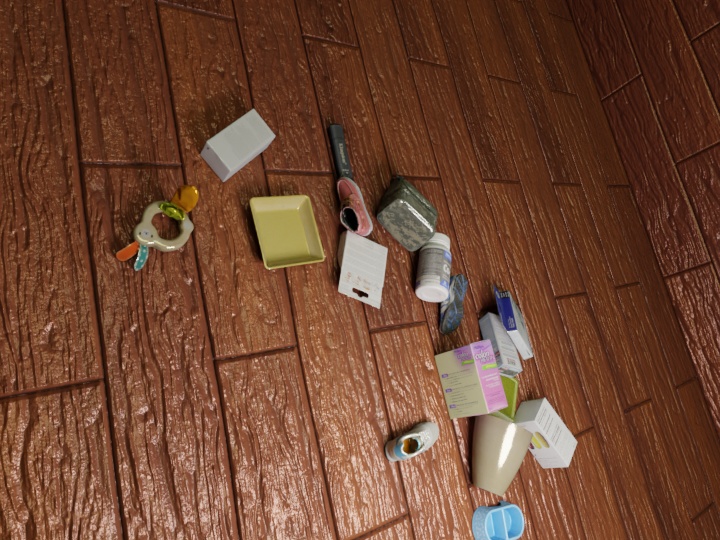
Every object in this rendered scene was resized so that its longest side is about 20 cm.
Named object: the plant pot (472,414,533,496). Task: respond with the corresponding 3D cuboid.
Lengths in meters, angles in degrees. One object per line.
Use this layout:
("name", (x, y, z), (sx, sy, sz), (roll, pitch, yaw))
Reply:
("plant pot", (0.417, 0.573, 1.614), (0.183, 0.186, 0.206), (28, 72, -22))

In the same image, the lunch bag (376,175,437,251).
("lunch bag", (0.159, -0.199, 1.739), (0.198, 0.139, 0.171), (38, 39, -17))

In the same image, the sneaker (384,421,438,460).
("sneaker", (0.165, 0.493, 1.511), (0.195, 0.080, 0.079), (-15, 79, -39))

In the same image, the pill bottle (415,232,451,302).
("pill bottle", (0.243, -0.012, 1.736), (0.111, 0.113, 0.207), (23, 61, -25))

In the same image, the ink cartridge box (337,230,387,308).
("ink cartridge box", (0.000, 0.000, 1.603), (0.157, 0.050, 0.207), (22, 64, -27))

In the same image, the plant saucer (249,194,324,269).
("plant saucer", (-0.213, -0.105, 1.487), (0.195, 0.048, 0.207), (-8, 77, -37))

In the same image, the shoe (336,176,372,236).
("shoe", (-0.032, -0.202, 1.608), (0.090, 0.070, 0.206), (1, 62, -64))

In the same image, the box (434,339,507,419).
("box", (0.340, 0.340, 1.632), (0.094, 0.175, 0.208), (-6, 75, -35))

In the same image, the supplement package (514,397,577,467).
("supplement package", (0.627, 0.557, 1.795), (0.202, 0.113, 0.109), (52, 51, -6))

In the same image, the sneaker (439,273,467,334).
("sneaker", (0.303, 0.114, 1.761), (0.074, 0.076, 0.207), (24, 77, -28))

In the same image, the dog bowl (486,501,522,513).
("dog bowl", (0.428, 0.778, 1.610), (0.194, 0.049, 0.116), (5, 70, -33))

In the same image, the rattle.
("rattle", (-0.475, -0.100, 1.247), (0.200, 0.139, 0.134), (-42, 116, -44))

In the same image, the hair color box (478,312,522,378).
("hair color box", (0.478, 0.255, 1.802), (0.096, 0.061, 0.205), (18, 45, -28))

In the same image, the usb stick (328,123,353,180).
("usb stick", (-0.064, -0.381, 1.706), (0.054, 0.032, 0.208), (-2, 75, -36))

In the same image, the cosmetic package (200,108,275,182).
("cosmetic package", (-0.342, -0.353, 1.473), (0.102, 0.071, 0.201), (48, 52, -10))

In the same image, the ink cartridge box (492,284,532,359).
("ink cartridge box", (0.536, 0.172, 1.843), (0.201, 0.040, 0.203), (51, 27, -31))

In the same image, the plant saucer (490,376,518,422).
("plant saucer", (0.464, 0.413, 1.774), (0.196, 0.047, 0.205), (32, 57, -22))
